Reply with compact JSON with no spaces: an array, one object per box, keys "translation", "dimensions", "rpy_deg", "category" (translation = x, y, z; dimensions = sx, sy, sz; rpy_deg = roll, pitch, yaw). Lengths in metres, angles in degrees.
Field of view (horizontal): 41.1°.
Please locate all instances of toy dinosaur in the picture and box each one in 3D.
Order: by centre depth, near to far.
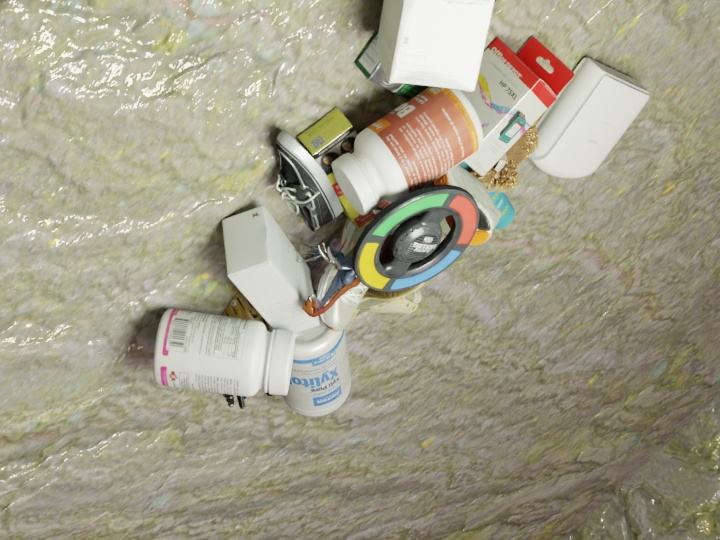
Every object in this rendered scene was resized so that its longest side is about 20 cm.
[{"translation":[-0.006,-0.005,1.402],"dimensions":[0.105,0.197,0.184],"rpy_deg":[-37,147,-82],"category":"toy dinosaur"}]

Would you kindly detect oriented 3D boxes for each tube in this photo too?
[{"translation":[0.199,-0.140,1.616],"dimensions":[0.078,0.050,0.200],"rpy_deg":[-49,138,0],"category":"tube"}]

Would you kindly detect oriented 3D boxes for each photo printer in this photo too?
[{"translation":[0.377,-0.246,1.620],"dimensions":[0.165,0.070,0.201],"rpy_deg":[8,125,-45],"category":"photo printer"}]

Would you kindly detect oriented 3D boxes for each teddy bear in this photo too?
[{"translation":[0.228,-0.209,1.531],"dimensions":[0.142,0.067,0.203],"rpy_deg":[-10,131,-15],"category":"teddy bear"}]

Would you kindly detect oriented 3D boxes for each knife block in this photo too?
[{"translation":[-0.178,0.138,1.583],"dimensions":[0.174,0.064,0.201],"rpy_deg":[14,120,-49],"category":"knife block"}]

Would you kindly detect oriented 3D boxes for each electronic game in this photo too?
[{"translation":[0.079,-0.042,1.350],"dimensions":[0.197,0.042,0.202],"rpy_deg":[-20,144,-15],"category":"electronic game"}]

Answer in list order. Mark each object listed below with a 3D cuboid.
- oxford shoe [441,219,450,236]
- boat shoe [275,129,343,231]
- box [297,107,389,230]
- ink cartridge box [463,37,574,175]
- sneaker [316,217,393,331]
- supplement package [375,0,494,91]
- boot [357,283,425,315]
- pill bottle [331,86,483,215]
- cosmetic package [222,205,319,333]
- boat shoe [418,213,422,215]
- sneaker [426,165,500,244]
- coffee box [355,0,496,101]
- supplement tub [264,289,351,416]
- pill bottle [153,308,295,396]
[{"translation":[0.146,-0.101,1.584],"dimensions":[0.075,0.058,0.200],"rpy_deg":[-36,153,3],"category":"oxford shoe"},{"translation":[-0.086,-0.121,1.362],"dimensions":[0.068,0.074,0.200],"rpy_deg":[-42,154,-6],"category":"boat shoe"},{"translation":[-0.019,-0.145,1.411],"dimensions":[0.075,0.050,0.201],"rpy_deg":[-35,145,-3],"category":"box"},{"translation":[0.205,-0.257,1.421],"dimensions":[0.200,0.117,0.067],"rpy_deg":[-47,143,13],"category":"ink cartridge box"},{"translation":[0.000,0.000,1.487],"dimensions":[0.075,0.091,0.203],"rpy_deg":[26,80,-45],"category":"sneaker"},{"translation":[0.096,-0.340,1.177],"dimensions":[0.115,0.118,0.203],"rpy_deg":[4,121,-11],"category":"supplement package"},{"translation":[0.061,0.029,1.608],"dimensions":[0.198,0.074,0.153],"rpy_deg":[-18,161,37],"category":"boot"},{"translation":[0.063,-0.166,1.325],"dimensions":[0.198,0.112,0.113],"rpy_deg":[-34,145,-10],"category":"pill bottle"},{"translation":[-0.131,0.006,1.429],"dimensions":[0.070,0.103,0.201],"rpy_deg":[-17,146,10],"category":"cosmetic package"},{"translation":[0.076,-0.079,1.553],"dimensions":[0.202,0.071,0.067],"rpy_deg":[104,8,-58],"category":"boat shoe"},{"translation":[0.136,-0.132,1.454],"dimensions":[0.075,0.201,0.092],"rpy_deg":[-37,178,33],"category":"sneaker"},{"translation":[0.094,-0.331,1.303],"dimensions":[0.122,0.044,0.201],"rpy_deg":[15,120,-48],"category":"coffee box"},{"translation":[-0.084,0.139,1.606],"dimensions":[0.130,0.133,0.202],"rpy_deg":[-26,143,-14],"category":"supplement tub"},{"translation":[-0.200,0.126,1.432],"dimensions":[0.196,0.115,0.115],"rpy_deg":[8,135,-1],"category":"pill bottle"}]
